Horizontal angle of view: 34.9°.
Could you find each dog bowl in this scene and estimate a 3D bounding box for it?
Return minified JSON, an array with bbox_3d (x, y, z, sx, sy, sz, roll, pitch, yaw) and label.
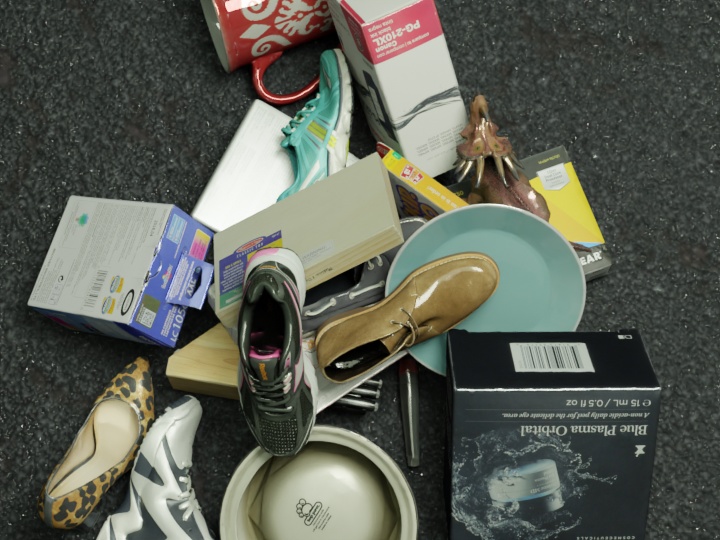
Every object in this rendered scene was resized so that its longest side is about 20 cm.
[{"bbox_3d":[-0.040,0.250,1.161,0.198,0.074,0.202,0,93,3],"label":"dog bowl"}]

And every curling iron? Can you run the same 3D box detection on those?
[{"bbox_3d":[0.043,0.114,1.252,0.049,0.026,0.202,-15,77,19],"label":"curling iron"}]

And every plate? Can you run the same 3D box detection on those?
[{"bbox_3d":[0.124,0.022,1.141,0.198,0.026,0.202,1,116,2],"label":"plate"}]

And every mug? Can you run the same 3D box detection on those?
[{"bbox_3d":[-0.077,-0.307,1.346,0.199,0.179,0.134,-20,37,-9],"label":"mug"}]

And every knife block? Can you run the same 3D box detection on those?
[{"bbox_3d":[-0.083,0.119,1.227,0.199,0.064,0.176,-34,74,-13],"label":"knife block"}]

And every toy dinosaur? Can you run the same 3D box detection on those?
[{"bbox_3d":[0.157,-0.076,1.186,0.200,0.136,0.086,44,76,5],"label":"toy dinosaur"}]

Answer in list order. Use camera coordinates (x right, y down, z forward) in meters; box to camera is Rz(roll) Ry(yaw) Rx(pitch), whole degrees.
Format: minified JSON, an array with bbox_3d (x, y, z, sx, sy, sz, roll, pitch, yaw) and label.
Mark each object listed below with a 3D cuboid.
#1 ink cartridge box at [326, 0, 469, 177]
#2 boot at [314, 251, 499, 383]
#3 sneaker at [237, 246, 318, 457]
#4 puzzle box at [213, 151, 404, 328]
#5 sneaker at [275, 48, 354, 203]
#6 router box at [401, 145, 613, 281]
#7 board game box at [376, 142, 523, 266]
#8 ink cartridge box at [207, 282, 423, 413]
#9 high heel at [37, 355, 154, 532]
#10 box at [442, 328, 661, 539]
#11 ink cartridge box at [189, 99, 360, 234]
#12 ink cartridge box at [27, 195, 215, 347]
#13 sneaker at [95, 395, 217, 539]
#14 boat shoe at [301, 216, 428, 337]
[{"bbox_3d":[0.043,-0.215,1.238,0.084,0.201,0.145,-25,35,-5],"label":"ink cartridge box"},{"bbox_3d":[0.048,0.051,1.103,0.199,0.076,0.074,-28,109,8],"label":"boot"},{"bbox_3d":[-0.087,0.085,1.066,0.080,0.086,0.202,-5,107,7],"label":"sneaker"},{"bbox_3d":[-0.057,-0.032,1.142,0.199,0.025,0.134,-26,37,12],"label":"puzzle box"},{"bbox_3d":[-0.049,-0.154,1.270,0.079,0.078,0.202,8,77,-3],"label":"sneaker"},{"bbox_3d":[0.160,-0.035,1.278,0.199,0.051,0.150,-20,74,-3],"label":"router box"},{"bbox_3d":[0.090,-0.055,1.210,0.200,0.096,0.030,40,75,15],"label":"board game box"},{"bbox_3d":[-0.032,0.043,1.200,0.199,0.045,0.177,-31,73,-17],"label":"ink cartridge box"},{"bbox_3d":[-0.266,0.171,1.176,0.071,0.143,0.201,18,74,6],"label":"high heel"},{"bbox_3d":[0.183,0.172,1.133,0.195,0.118,0.202,0,116,1],"label":"box"},{"bbox_3d":[-0.073,-0.077,1.310,0.199,0.047,0.161,30,75,-8],"label":"ink cartridge box"},{"bbox_3d":[-0.245,0.001,1.216,0.199,0.076,0.137,6,71,38],"label":"ink cartridge box"},{"bbox_3d":[-0.180,0.242,1.188,0.129,0.080,0.200,25,75,7],"label":"sneaker"},{"bbox_3d":[0.000,0.000,1.163,0.199,0.063,0.073,-31,73,-17],"label":"boat shoe"}]
